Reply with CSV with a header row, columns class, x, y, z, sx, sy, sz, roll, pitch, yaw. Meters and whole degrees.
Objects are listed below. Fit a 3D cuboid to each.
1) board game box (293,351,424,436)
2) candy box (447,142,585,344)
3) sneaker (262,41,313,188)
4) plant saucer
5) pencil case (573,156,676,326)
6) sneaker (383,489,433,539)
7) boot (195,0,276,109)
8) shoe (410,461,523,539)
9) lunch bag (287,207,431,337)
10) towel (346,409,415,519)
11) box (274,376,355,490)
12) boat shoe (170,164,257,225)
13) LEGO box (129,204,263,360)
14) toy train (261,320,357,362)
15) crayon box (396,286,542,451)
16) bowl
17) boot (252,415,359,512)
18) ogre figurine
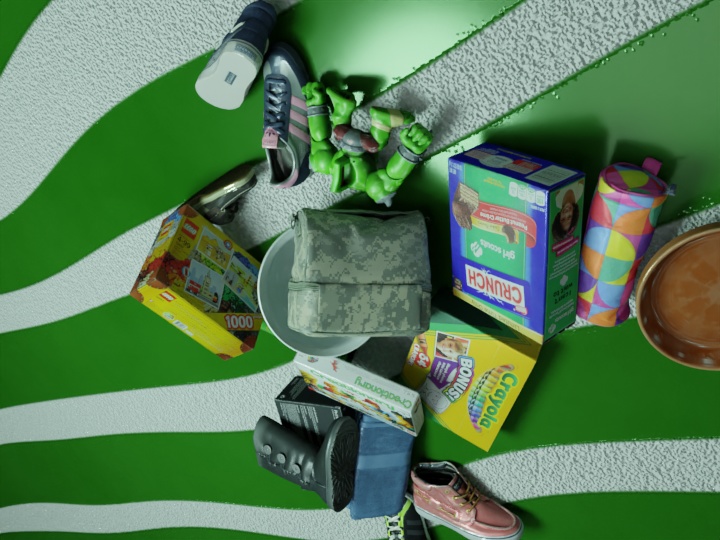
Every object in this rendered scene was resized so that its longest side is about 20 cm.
class,x,y,z,sx,sy,sz,roll,pitch,yaw
board game box,0.000,0.184,1.133,0.197,0.035,0.127,20,157,19
candy box,0.190,-0.038,0.927,0.168,0.076,0.203,29,135,48
sneaker,-0.109,-0.212,1.039,0.069,0.082,0.204,6,120,29
plant saucer,0.426,0.030,0.868,0.196,0.033,0.204,6,123,9
pencil case,0.310,-0.031,0.895,0.087,0.088,0.203,20,127,19
sneaker,0.081,0.478,1.333,0.071,0.083,0.202,-17,107,36
boot,-0.171,-0.299,1.041,0.072,0.092,0.199,29,162,-23
shoe,0.173,0.384,1.229,0.197,0.072,0.092,10,128,31
lunch bag,0.000,0.000,1.010,0.196,0.139,0.172,1,91,-14
towel,0.034,0.315,1.240,0.109,0.049,0.204,2,106,-19
box,-0.055,0.297,1.312,0.139,0.079,0.203,3,118,32
boat shoe,-0.225,-0.106,1.186,0.199,0.072,0.066,-21,116,38
LEGO box,-0.243,0.022,1.170,0.076,0.151,0.199,-22,131,37
toy train,-0.093,0.110,1.251,0.197,0.042,0.057,25,137,17
crayon box,0.156,0.150,1.110,0.171,0.058,0.202,28,128,14
bowl,-0.059,0.022,1.117,0.197,0.090,0.206,-1,96,-10
boot,-0.097,0.289,1.241,0.198,0.065,0.168,21,110,41
ogre figurine,-0.005,-0.169,0.995,0.197,0.098,0.122,19,115,6
